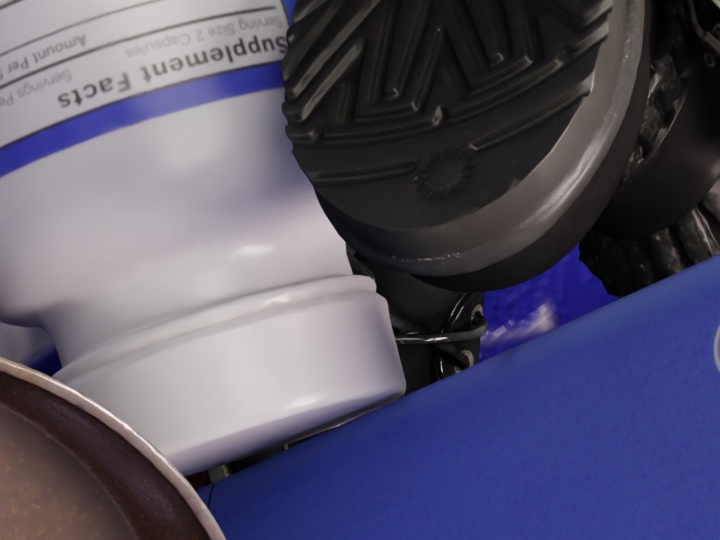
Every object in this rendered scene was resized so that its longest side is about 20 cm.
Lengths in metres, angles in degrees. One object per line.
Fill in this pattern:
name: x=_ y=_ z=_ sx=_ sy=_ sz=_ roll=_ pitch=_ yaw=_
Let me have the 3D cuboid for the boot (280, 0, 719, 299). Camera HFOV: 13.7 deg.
boot: x=0.056 y=-0.029 z=0.707 sx=0.158 sy=0.079 sz=0.212 roll=57 pitch=23 yaw=-31

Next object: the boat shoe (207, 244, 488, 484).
boat shoe: x=0.002 y=0.000 z=0.781 sx=0.074 sy=0.066 sz=0.200 roll=15 pitch=59 yaw=-31

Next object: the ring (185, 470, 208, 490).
ring: x=-0.111 y=0.007 z=0.733 sx=0.200 sy=0.019 sz=0.202 roll=20 pitch=59 yaw=-37

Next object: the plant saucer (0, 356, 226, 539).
plant saucer: x=-0.122 y=0.099 z=0.670 sx=0.199 sy=0.201 sz=0.035 roll=-1 pitch=23 yaw=-16

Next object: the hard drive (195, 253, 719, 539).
hard drive: x=0.032 y=0.086 z=0.665 sx=0.025 sy=0.200 sz=0.133 roll=15 pitch=59 yaw=-42

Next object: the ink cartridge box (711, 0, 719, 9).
ink cartridge box: x=0.101 y=-0.176 z=0.689 sx=0.076 sy=0.148 sz=0.201 roll=38 pitch=24 yaw=-43

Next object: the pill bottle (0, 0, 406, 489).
pill bottle: x=-0.057 y=-0.054 z=0.717 sx=0.112 sy=0.112 sz=0.201 roll=-16 pitch=83 yaw=-21
